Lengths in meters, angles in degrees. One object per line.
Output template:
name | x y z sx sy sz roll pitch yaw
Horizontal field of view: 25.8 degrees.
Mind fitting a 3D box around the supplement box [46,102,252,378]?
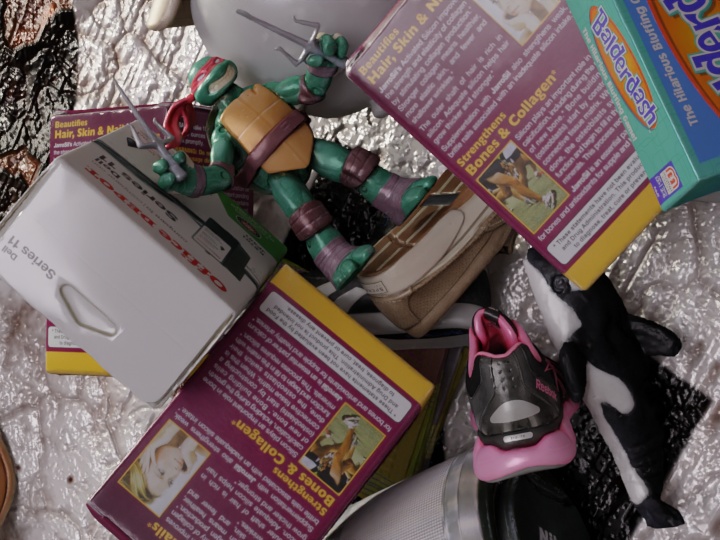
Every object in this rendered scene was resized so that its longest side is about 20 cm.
supplement box | -0.161 -0.020 1.204 0.130 0.103 0.203 1 88 38

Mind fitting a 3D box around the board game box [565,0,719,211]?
board game box | 0.225 -0.134 0.884 0.154 0.198 0.045 66 156 12

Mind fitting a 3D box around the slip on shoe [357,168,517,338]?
slip on shoe | 0.084 -0.038 1.065 0.061 0.200 0.076 52 158 -20

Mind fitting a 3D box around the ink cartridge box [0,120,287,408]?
ink cartridge box | -0.138 -0.011 1.012 0.146 0.200 0.083 41 103 -4

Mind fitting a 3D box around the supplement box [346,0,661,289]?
supplement box | 0.112 -0.111 0.959 0.200 0.103 0.131 43 114 0

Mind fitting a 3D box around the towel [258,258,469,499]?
towel | -0.019 0.084 1.189 0.198 0.023 0.146 23 103 30

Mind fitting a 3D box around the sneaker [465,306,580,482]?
sneaker | 0.097 0.065 1.020 0.078 0.200 0.097 -17 98 4

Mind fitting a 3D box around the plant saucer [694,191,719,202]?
plant saucer | 0.235 -0.145 1.014 0.198 0.050 0.203 0 90 32

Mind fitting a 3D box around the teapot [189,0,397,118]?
teapot | -0.010 -0.177 1.095 0.147 0.196 0.200 57 155 5

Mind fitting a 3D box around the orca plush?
orca plush | 0.178 0.068 1.027 0.070 0.105 0.202 -23 81 19

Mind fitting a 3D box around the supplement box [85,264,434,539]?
supplement box | -0.062 0.120 1.018 0.131 0.103 0.200 39 76 6

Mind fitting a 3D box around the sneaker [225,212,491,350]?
sneaker | 0.000 0.000 1.137 0.197 0.073 0.113 -3 68 16

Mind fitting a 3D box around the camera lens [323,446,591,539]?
camera lens | 0.053 0.220 1.066 0.199 0.159 0.162 -28 76 29

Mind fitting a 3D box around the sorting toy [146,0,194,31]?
sorting toy | -0.108 -0.270 1.148 0.036 0.200 0.187 20 103 0

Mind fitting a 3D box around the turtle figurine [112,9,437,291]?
turtle figurine | -0.055 -0.088 1.022 0.200 0.101 0.150 42 89 1

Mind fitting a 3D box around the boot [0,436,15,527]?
boot | -0.369 0.211 1.328 0.076 0.155 0.203 -10 85 31
